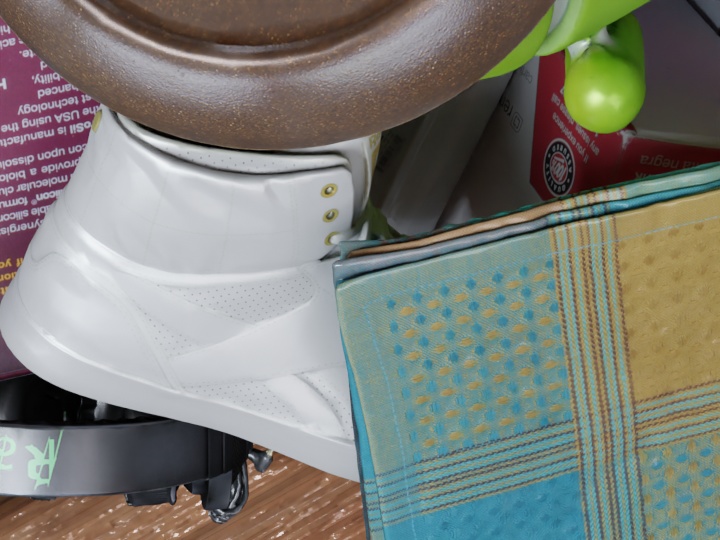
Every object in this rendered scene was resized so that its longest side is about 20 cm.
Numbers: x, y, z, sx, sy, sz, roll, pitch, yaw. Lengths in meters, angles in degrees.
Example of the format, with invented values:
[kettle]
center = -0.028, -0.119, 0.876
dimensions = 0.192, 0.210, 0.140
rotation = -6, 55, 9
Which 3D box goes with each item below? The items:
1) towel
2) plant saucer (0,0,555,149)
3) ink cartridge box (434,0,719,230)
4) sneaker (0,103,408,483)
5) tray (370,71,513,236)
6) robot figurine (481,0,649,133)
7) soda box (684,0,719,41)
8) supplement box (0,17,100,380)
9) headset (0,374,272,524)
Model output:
[towel]
center = 0.092, 0.033, 0.773
dimensions = 0.199, 0.022, 0.147
rotation = -14, 124, -11
[plant saucer]
center = -0.028, -0.132, 0.671
dimensions = 0.199, 0.032, 0.201
rotation = 1, 97, 8
[ink cartridge box]
center = 0.075, 0.005, 0.916
dimensions = 0.082, 0.147, 0.201
rotation = 4, 120, -23
[sneaker]
center = 0.000, 0.000, 0.768
dimensions = 0.199, 0.074, 0.116
rotation = 12, 130, -21
[tray]
center = -0.013, -0.056, 0.881
dimensions = 0.107, 0.022, 0.201
rotation = 28, 113, 4
[robot figurine]
center = 0.060, -0.133, 0.752
dimensions = 0.199, 0.116, 0.176
rotation = -30, 110, -22
[soda box]
center = 0.180, -0.055, 0.881
dimensions = 0.068, 0.200, 0.064
rotation = -16, 134, -9
[supplement box]
center = -0.128, -0.076, 0.801
dimensions = 0.085, 0.110, 0.201
rotation = -12, 126, -13
[headset]
center = -0.089, 0.063, 0.880
dimensions = 0.123, 0.200, 0.095
rotation = 3, 99, 22
